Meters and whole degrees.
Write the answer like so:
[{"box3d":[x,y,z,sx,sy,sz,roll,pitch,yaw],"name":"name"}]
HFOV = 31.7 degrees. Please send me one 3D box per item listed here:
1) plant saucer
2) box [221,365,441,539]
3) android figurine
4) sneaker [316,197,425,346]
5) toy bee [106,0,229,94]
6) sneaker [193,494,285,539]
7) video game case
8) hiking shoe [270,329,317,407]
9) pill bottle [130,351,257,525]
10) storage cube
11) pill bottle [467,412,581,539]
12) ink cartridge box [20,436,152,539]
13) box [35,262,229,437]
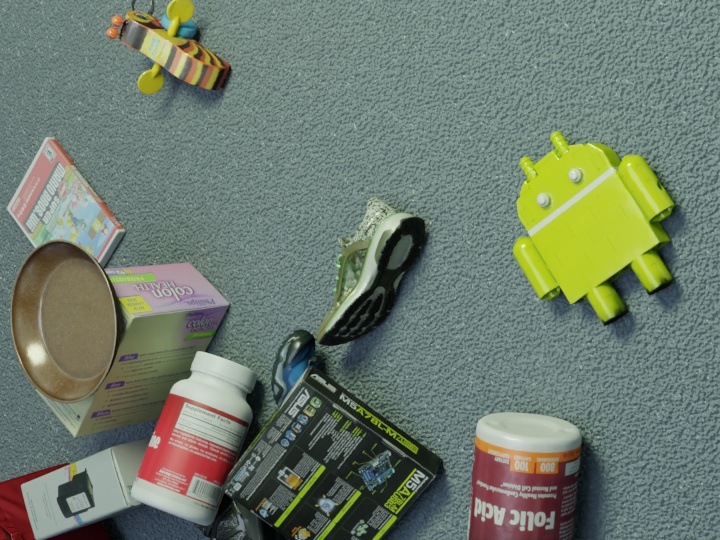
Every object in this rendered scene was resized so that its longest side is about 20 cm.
[{"box3d":[-0.356,0.062,1.559,0.200,0.037,0.202,3,94,36],"name":"plant saucer"},{"box3d":[-0.037,0.242,1.503,0.193,0.048,0.200,34,117,-4],"name":"box"},{"box3d":[0.239,-0.049,1.325,0.182,0.041,0.201,-37,74,33],"name":"android figurine"},{"box3d":[0.000,0.000,1.497,0.089,0.077,0.200,48,115,38],"name":"sneaker"},{"box3d":[-0.270,-0.293,1.639,0.199,0.108,0.132,18,106,34],"name":"toy bee"},{"box3d":[-0.155,0.361,1.633,0.114,0.076,0.201,-3,89,38],"name":"sneaker"},{"box3d":[-0.428,-0.074,1.831,0.200,0.017,0.143,49,119,22],"name":"video game case"},{"box3d":[-0.057,0.170,1.552,0.086,0.074,0.201,10,110,28],"name":"hiking shoe"},{"box3d":[-0.204,0.210,1.599,0.112,0.112,0.201,12,75,35],"name":"pill bottle"},{"box3d":[-0.477,0.406,1.797,0.171,0.179,0.200,54,128,20],"name":"storage cube"},{"box3d":[0.172,0.262,1.354,0.114,0.114,0.201,9,99,36],"name":"pill bottle"},{"box3d":[-0.335,0.289,1.714,0.199,0.145,0.083,-25,80,35],"name":"ink cartridge box"},{"box3d":[-0.297,0.100,1.649,0.097,0.176,0.201,43,117,26],"name":"box"}]
